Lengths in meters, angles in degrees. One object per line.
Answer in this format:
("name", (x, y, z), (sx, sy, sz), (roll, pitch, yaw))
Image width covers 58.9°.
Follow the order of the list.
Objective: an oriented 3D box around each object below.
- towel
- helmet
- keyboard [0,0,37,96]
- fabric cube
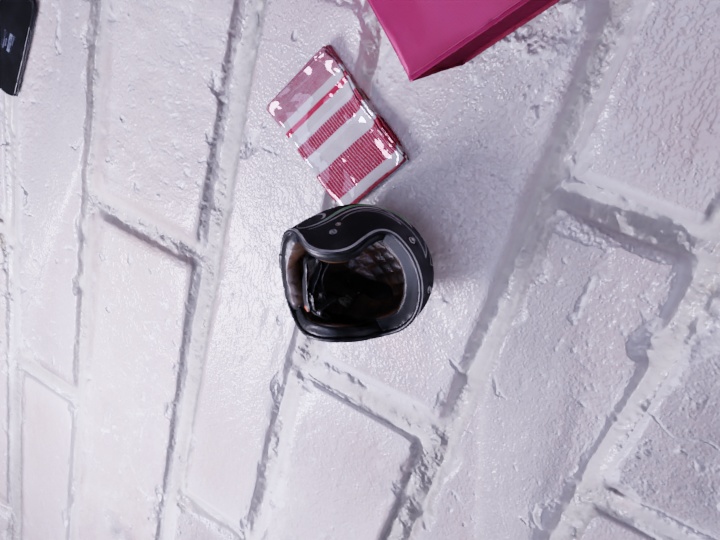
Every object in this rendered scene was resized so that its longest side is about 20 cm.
("towel", (-0.037, -0.200, 0.924), (0.144, 0.023, 0.200), (-36, 90, 34))
("helmet", (0.000, 0.000, 0.883), (0.200, 0.190, 0.201), (170, 90, -67))
("keyboard", (-0.652, -0.430, 1.164), (0.127, 0.021, 0.200), (37, 121, 4))
("fabric cube", (0.113, -0.350, 0.681), (0.196, 0.200, 0.200), (-27, 97, 32))
